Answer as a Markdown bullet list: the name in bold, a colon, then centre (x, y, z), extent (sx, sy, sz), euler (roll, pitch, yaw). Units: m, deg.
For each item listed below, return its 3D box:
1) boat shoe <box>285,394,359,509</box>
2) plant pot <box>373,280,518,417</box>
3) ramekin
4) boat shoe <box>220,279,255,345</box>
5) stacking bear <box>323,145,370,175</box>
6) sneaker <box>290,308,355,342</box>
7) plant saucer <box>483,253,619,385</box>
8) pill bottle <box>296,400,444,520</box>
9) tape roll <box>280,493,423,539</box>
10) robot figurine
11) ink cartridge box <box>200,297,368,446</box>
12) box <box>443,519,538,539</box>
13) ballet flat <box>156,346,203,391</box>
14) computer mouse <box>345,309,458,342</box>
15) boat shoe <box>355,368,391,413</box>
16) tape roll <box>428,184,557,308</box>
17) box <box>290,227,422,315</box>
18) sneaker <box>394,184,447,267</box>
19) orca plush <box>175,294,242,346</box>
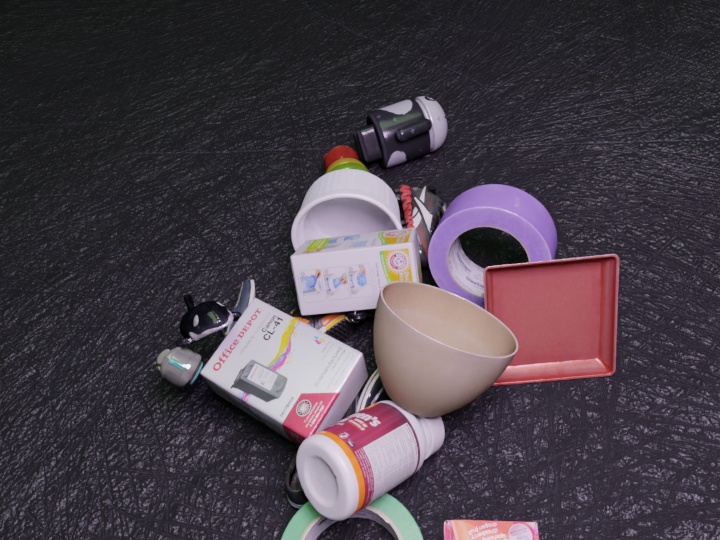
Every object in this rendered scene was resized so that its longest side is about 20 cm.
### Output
- **boat shoe**: centre (-0.053, 0.253, 0.887), extent (0.068, 0.057, 0.201), euler (13, 54, 18)
- **plant pot**: centre (0.099, 0.121, 0.825), extent (0.198, 0.136, 0.201), euler (18, 20, -7)
- **ramekin**: centre (-0.019, -0.084, 1.068), extent (0.198, 0.202, 0.098), euler (-2, 43, 7)
- **boat shoe**: centre (-0.217, 0.103, 1.026), extent (0.061, 0.075, 0.202), euler (3, 60, -3)
- **stacking bear**: centre (-0.027, -0.176, 1.202), extent (0.120, 0.114, 0.201), euler (-13, 46, -3)
- **sneaker**: centre (-0.112, 0.113, 1.008), extent (0.199, 0.070, 0.090), euler (-26, 46, -18)
- **plant saucer**: centre (0.289, 0.074, 0.913), extent (0.197, 0.202, 0.037), euler (-6, 20, 4)
- **pill bottle**: centre (0.019, 0.243, 0.806), extent (0.199, 0.110, 0.109), euler (-15, 43, -44)
- **tape roll**: centre (-0.011, 0.388, 0.778), extent (0.198, 0.048, 0.202), euler (-5, 51, 6)
- **robot figurine**: centre (0.087, -0.296, 1.264), extent (0.198, 0.125, 0.151), euler (-19, 54, -7)
- **ink cartridge box**: centre (-0.109, 0.153, 0.874), extent (0.199, 0.086, 0.148), euler (25, 64, 20)
- **box**: centre (0.146, 0.362, 0.675), extent (0.101, 0.201, 0.095), euler (0, 51, 7)
- **ballet flat**: centre (-0.284, 0.146, 0.922), extent (0.063, 0.200, 0.068), euler (29, 71, -11)
- **computer mouse**: centre (0.077, 0.070, 0.968), extent (0.198, 0.044, 0.109), euler (10, 17, 28)
- **boat shoe**: centre (0.070, 0.170, 0.926), extent (0.062, 0.075, 0.200), euler (30, 56, 35)
- **tape roll**: centre (0.216, -0.032, 0.974), extent (0.198, 0.202, 0.085), euler (12, 37, 18)
- **box**: centre (0.000, 0.000, 0.981), extent (0.198, 0.102, 0.113), euler (-6, 16, 11)
- **sneaker**: centre (0.124, -0.092, 1.129), extent (0.097, 0.071, 0.202), euler (-9, 49, 4)
- **orca plush**: centre (-0.242, 0.065, 0.916), extent (0.104, 0.200, 0.072), euler (-25, 89, -10)
